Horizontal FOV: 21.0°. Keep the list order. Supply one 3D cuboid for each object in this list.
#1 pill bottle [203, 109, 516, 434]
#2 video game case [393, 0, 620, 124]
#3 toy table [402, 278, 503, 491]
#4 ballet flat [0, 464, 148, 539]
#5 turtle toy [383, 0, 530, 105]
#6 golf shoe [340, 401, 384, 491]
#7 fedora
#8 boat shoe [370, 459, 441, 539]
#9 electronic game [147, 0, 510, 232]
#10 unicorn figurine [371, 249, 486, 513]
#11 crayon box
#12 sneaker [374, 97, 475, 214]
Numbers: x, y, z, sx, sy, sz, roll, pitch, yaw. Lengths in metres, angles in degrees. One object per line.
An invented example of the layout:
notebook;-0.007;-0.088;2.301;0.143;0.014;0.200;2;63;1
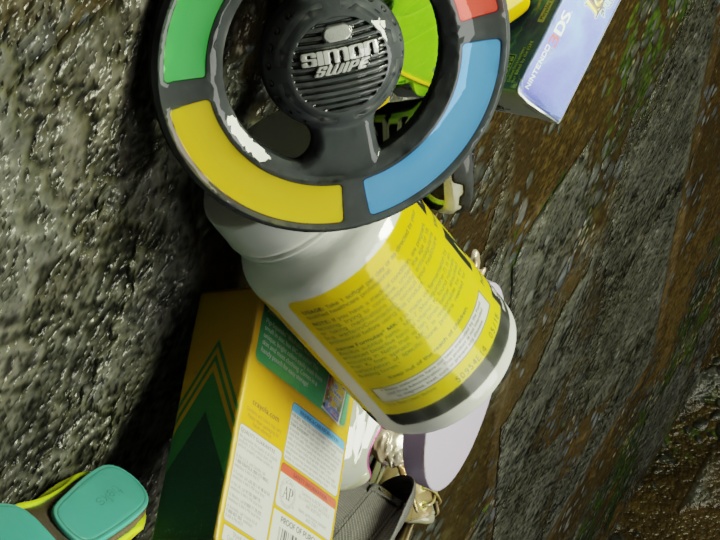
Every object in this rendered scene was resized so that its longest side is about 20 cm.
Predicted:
pill bottle;0.000;0.000;1.177;0.200;0.114;0.114;49;63;-36
video game case;0.103;-0.200;1.242;0.045;0.181;0.200;31;82;-32
toy table;0.028;0.068;1.459;0.184;0.117;0.200;-45;152;-48
ballet flat;-0.184;0.162;1.083;0.067;0.067;0.200;-48;170;19
turtle toy;0.019;-0.166;1.149;0.146;0.101;0.200;-34;155;-15
golf shoe;-0.009;0.061;1.356;0.091;0.075;0.200;26;79;-34
fedora;-0.047;0.192;1.406;0.177;0.090;0.200;-44;-179;17
boat shoe;0.038;0.213;1.763;0.200;0.066;0.074;-66;162;4
electronic game;-0.015;-0.114;1.035;0.042;0.200;0.200;-125;-130;-61
unicorn figurine;0.054;0.080;1.646;0.137;0.074;0.200;-38;135;-37
crayon box;-0.060;0.099;1.222;0.126;0.051;0.200;42;50;-49
sneaker;0.019;-0.072;1.224;0.200;0.083;0.072;173;-79;-78
